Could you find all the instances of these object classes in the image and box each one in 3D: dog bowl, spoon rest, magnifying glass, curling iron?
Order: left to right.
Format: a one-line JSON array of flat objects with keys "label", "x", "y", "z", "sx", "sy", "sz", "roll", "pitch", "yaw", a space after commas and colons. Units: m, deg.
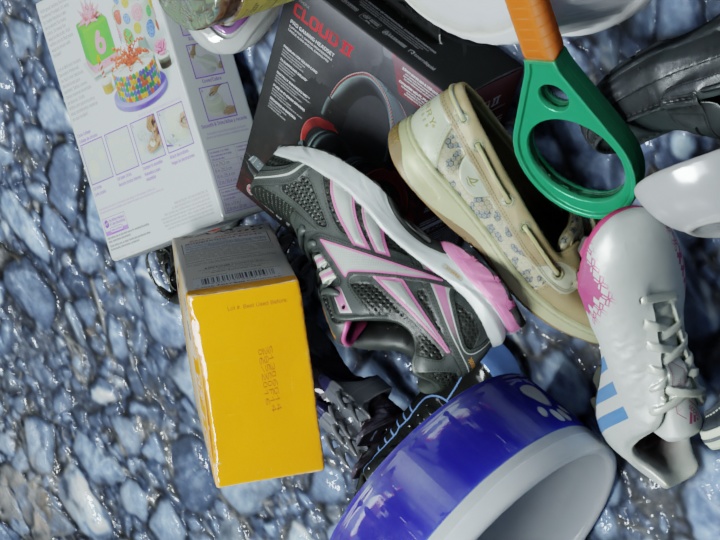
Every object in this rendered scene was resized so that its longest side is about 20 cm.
[{"label": "curling iron", "x": -0.110, "y": -0.039, "z": 1.602, "sx": 0.050, "sy": 0.026, "sz": 0.200, "roll": 50, "pitch": 137, "yaw": 10}, {"label": "dog bowl", "x": 0.070, "y": 0.166, "z": 1.394, "sx": 0.079, "sy": 0.200, "sz": 0.201, "roll": 42, "pitch": 135, "yaw": 24}, {"label": "magnifying glass", "x": 0.110, "y": -0.108, "z": 1.226, "sx": 0.079, "sy": 0.022, "sz": 0.201, "roll": 9, "pitch": 140, "yaw": 35}, {"label": "spoon rest", "x": 0.245, "y": -0.059, "z": 1.192, "sx": 0.199, "sy": 0.099, "sz": 0.061, "roll": -10, "pitch": 78, "yaw": 34}]

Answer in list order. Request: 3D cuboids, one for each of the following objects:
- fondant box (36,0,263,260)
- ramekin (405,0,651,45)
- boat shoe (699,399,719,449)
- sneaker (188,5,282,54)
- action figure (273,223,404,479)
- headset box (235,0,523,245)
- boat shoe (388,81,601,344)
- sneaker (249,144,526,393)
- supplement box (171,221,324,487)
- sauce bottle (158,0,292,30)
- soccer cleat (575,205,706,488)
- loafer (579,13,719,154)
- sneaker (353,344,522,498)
[{"label": "fondant box", "x": -0.148, "y": -0.121, "z": 1.557, "sx": 0.144, "sy": 0.058, "sz": 0.201, "roll": -17, "pitch": 91, "yaw": 49}, {"label": "ramekin", "x": 0.085, "y": -0.223, "z": 1.252, "sx": 0.202, "sy": 0.094, "sz": 0.204, "roll": 23, "pitch": 127, "yaw": 35}, {"label": "boat shoe", "x": 0.254, "y": 0.037, "z": 1.233, "sx": 0.062, "sy": 0.074, "sz": 0.200, "roll": 55, "pitch": 139, "yaw": 16}, {"label": "sneaker", "x": -0.080, "y": -0.184, "z": 1.410, "sx": 0.074, "sy": 0.201, "sz": 0.100, "roll": -3, "pitch": 126, "yaw": -1}, {"label": "action figure", "x": -0.045, "y": 0.054, "z": 1.556, "sx": 0.200, "sy": 0.069, "sz": 0.130, "roll": 48, "pitch": 142, "yaw": 21}, {"label": "headset box", "x": 0.011, "y": -0.100, "z": 1.408, "sx": 0.148, "sy": 0.075, "sz": 0.201, "roll": 40, "pitch": 134, "yaw": 23}, {"label": "boat shoe", "x": 0.104, "y": -0.031, "z": 1.317, "sx": 0.063, "sy": 0.073, "sz": 0.200, "roll": -38, "pitch": 116, "yaw": 25}, {"label": "sneaker", "x": 0.000, "y": 0.000, "z": 1.330, "sx": 0.200, "sy": 0.086, "sz": 0.080, "roll": 35, "pitch": 165, "yaw": 27}, {"label": "supplement box", "x": -0.076, "y": 0.050, "z": 1.409, "sx": 0.200, "sy": 0.073, "sz": 0.127, "roll": -124, "pitch": 25, "yaw": -77}, {"label": "sauce bottle", "x": -0.037, "y": -0.199, "z": 1.310, "sx": 0.064, "sy": 0.200, "sz": 0.065, "roll": 21, "pitch": 123, "yaw": 35}, {"label": "soccer cleat", "x": 0.178, "y": 0.048, "z": 1.294, "sx": 0.086, "sy": 0.070, "sz": 0.201, "roll": 53, "pitch": 162, "yaw": 41}, {"label": "loafer", "x": 0.201, "y": -0.102, "z": 1.212, "sx": 0.200, "sy": 0.068, "sz": 0.071, "roll": -28, "pitch": 73, "yaw": 46}, {"label": "sneaker", "x": 0.048, "y": 0.129, "z": 1.489, "sx": 0.070, "sy": 0.078, "sz": 0.201, "roll": 43, "pitch": 136, "yaw": 20}]
